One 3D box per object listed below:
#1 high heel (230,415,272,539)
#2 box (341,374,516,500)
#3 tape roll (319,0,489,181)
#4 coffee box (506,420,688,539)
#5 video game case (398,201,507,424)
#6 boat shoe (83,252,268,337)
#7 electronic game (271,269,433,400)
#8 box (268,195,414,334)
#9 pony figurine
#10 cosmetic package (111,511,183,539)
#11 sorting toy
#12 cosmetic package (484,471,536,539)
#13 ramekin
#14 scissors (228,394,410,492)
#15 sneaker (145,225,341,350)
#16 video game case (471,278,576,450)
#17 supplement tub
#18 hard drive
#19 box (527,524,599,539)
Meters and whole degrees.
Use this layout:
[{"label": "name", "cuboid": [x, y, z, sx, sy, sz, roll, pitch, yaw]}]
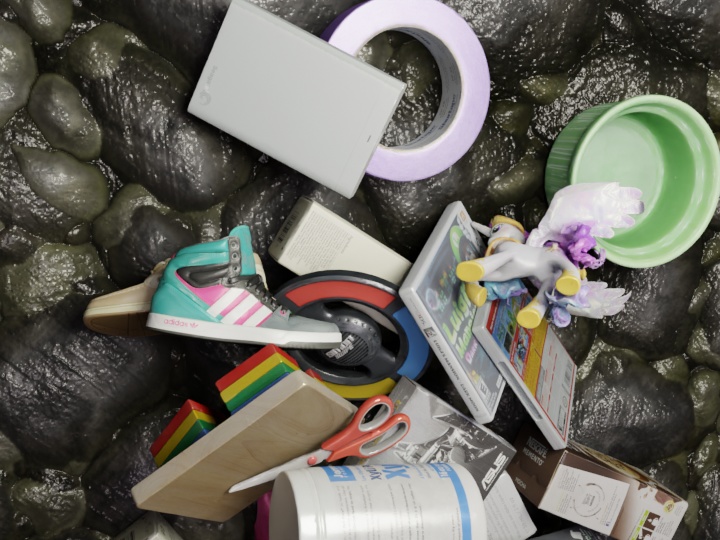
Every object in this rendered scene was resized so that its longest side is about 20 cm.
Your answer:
[{"label": "high heel", "cuboid": [-0.123, 0.247, 1.078, 0.095, 0.067, 0.201, 15, 111, 11]}, {"label": "box", "cuboid": [0.060, 0.243, 1.049, 0.158, 0.048, 0.201, 35, 90, -22]}, {"label": "tape roll", "cuboid": [0.041, -0.202, 1.027, 0.199, 0.066, 0.202, -3, 102, -15]}, {"label": "coffee box", "cuboid": [0.294, 0.275, 1.168, 0.199, 0.113, 0.080, 24, 93, -20]}, {"label": "video game case", "cuboid": [0.124, 0.042, 1.047, 0.023, 0.200, 0.182, -21, 111, 32]}, {"label": "boat shoe", "cuboid": [-0.202, 0.023, 1.004, 0.199, 0.072, 0.065, -11, 67, -10]}, {"label": "electronic game", "cuboid": [-0.016, 0.076, 1.028, 0.199, 0.042, 0.201, 5, 133, 5]}, {"label": "box", "cuboid": [0.000, 0.000, 1.052, 0.199, 0.068, 0.082, 33, 91, -20]}, {"label": "pony figurine", "cuboid": [0.203, -0.011, 1.002, 0.192, 0.200, 0.168, 8, 114, 13]}, {"label": "cosmetic package", "cuboid": [-0.215, 0.387, 1.062, 0.105, 0.071, 0.200, -39, 108, -6]}, {"label": "sorting toy", "cuboid": [-0.118, 0.167, 0.948, 0.198, 0.200, 0.070, -36, 65, 3]}, {"label": "cosmetic package", "cuboid": [0.106, 0.328, 1.145, 0.199, 0.074, 0.102, -32, 107, -9]}, {"label": "ramekin", "cuboid": [0.321, -0.110, 1.109, 0.199, 0.098, 0.201, -3, 102, -16]}, {"label": "scissors", "cuboid": [-0.038, 0.198, 0.968, 0.199, 0.014, 0.073, -32, 128, -6]}, {"label": "sneaker", "cuboid": [-0.112, 0.017, 0.948, 0.199, 0.084, 0.122, 9, 82, -10]}, {"label": "video game case", "cuboid": [0.200, 0.095, 1.095, 0.017, 0.143, 0.200, -21, 118, 32]}, {"label": "supplement tub", "cuboid": [0.016, 0.266, 0.943, 0.199, 0.132, 0.133, 3, 100, -20]}, {"label": "hard drive", "cuboid": [-0.069, -0.181, 0.965, 0.199, 0.026, 0.132, 28, 107, 4]}, {"label": "box", "cuboid": [0.214, 0.406, 1.130, 0.199, 0.106, 0.123, -4, 131, -31]}]
